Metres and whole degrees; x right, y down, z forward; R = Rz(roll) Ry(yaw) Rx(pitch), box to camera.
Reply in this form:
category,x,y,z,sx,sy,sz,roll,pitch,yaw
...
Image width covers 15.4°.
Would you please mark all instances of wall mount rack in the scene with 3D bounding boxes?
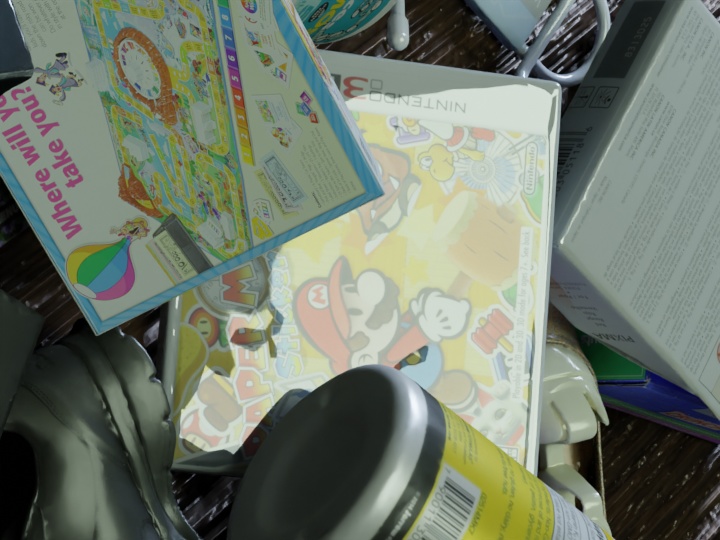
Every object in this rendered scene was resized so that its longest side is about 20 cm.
category,x,y,z,sx,sy,sz,roll,pitch,yaw
wall mount rack,0.072,-0.144,1.332,0.200,0.075,0.174,44,67,-33

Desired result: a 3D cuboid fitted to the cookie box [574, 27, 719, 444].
category,x,y,z,sx,sy,sz,roll,pitch,yaw
cookie box,0.193,-0.015,1.444,0.171,0.075,0.200,20,73,-41

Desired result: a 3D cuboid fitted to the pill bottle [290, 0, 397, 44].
category,x,y,z,sx,sy,sz,roll,pitch,yaw
pill bottle,-0.040,-0.153,1.170,0.200,0.111,0.111,-19,102,-67

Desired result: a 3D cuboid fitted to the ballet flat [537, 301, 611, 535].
category,x,y,z,sx,sy,sz,roll,pitch,yaw
ballet flat,0.101,0.097,1.341,0.068,0.067,0.200,-12,95,-22

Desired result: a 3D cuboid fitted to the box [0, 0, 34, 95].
category,x,y,z,sx,sy,sz,roll,pitch,yaw
box,-0.225,-0.133,0.902,0.148,0.107,0.200,-13,83,-47

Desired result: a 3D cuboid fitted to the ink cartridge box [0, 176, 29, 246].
category,x,y,z,sx,sy,sz,roll,pitch,yaw
ink cartridge box,-0.171,-0.119,1.099,0.109,0.050,0.200,-40,116,-39

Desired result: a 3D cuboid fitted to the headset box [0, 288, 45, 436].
category,x,y,z,sx,sy,sz,roll,pitch,yaw
headset box,-0.238,0.069,0.989,0.174,0.093,0.200,36,63,-37

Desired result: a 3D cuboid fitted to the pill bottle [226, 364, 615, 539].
category,x,y,z,sx,sy,sz,roll,pitch,yaw
pill bottle,0.048,0.140,1.172,0.200,0.114,0.114,39,61,-26

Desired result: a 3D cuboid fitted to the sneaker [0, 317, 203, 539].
category,x,y,z,sx,sy,sz,roll,pitch,yaw
sneaker,-0.110,0.125,1.135,0.091,0.076,0.200,-23,90,-30

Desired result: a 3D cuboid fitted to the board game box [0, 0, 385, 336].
category,x,y,z,sx,sy,sz,roll,pitch,yaw
board game box,-0.094,-0.088,1.055,0.200,0.134,0.034,62,6,-23

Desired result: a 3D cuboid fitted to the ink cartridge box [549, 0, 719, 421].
category,x,y,z,sx,sy,sz,roll,pitch,yaw
ink cartridge box,0.170,-0.022,1.356,0.200,0.050,0.162,47,63,-37

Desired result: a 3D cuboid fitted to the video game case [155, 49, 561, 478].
category,x,y,z,sx,sy,sz,roll,pitch,yaw
video game case,0.000,0.000,1.226,0.182,0.023,0.200,6,82,-15
